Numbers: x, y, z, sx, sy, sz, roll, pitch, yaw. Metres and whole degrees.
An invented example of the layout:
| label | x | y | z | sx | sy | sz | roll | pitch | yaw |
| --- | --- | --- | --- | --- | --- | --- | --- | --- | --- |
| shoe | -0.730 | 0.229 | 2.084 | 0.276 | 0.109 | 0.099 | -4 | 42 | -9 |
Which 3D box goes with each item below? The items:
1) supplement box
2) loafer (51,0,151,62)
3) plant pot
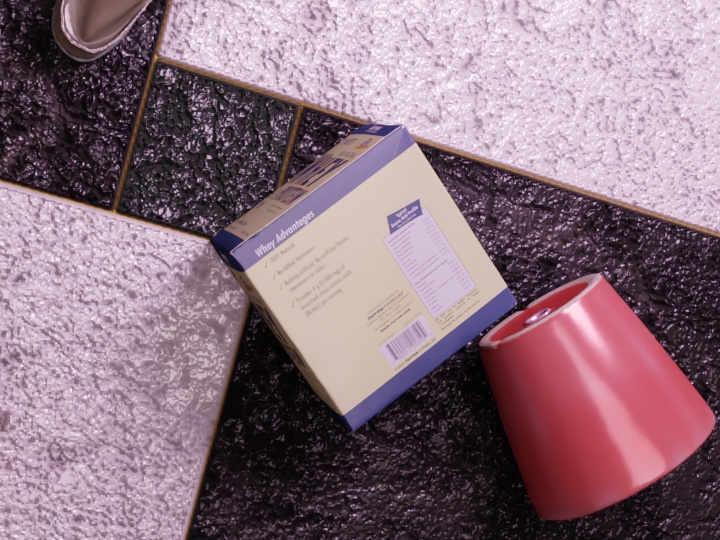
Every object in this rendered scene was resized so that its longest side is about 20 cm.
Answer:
| label | x | y | z | sx | sy | sz | roll | pitch | yaw |
| --- | --- | --- | --- | --- | --- | --- | --- | --- | --- |
| supplement box | 0.000 | 0.000 | 1.256 | 0.199 | 0.134 | 0.201 | -36 | 103 | -8 |
| loafer | -0.209 | -0.279 | 1.206 | 0.075 | 0.070 | 0.201 | 34 | 86 | -15 |
| plant pot | 0.216 | 0.115 | 1.307 | 0.199 | 0.200 | 0.179 | -31 | 94 | -9 |
